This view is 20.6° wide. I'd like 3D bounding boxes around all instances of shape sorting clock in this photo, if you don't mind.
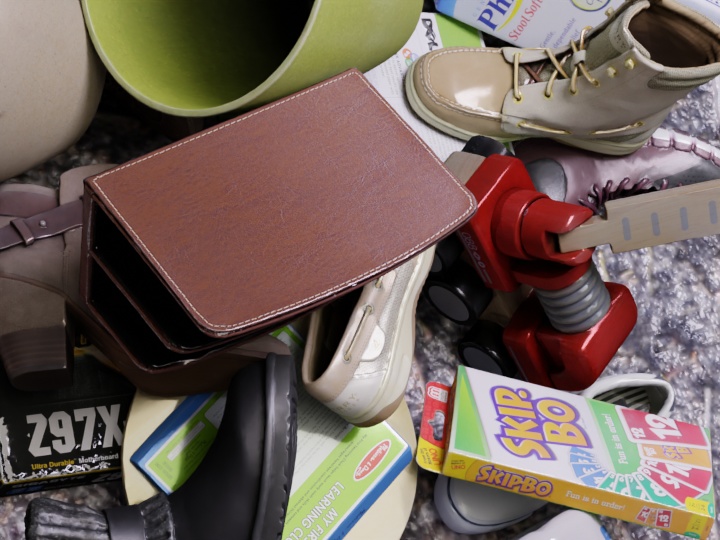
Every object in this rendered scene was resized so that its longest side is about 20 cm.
[{"bbox_3d":[-0.057,0.123,1.278,0.198,0.039,0.202,4,75,-15],"label":"shape sorting clock"}]

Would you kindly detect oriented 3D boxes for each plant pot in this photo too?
[{"bbox_3d":[-0.241,-0.138,1.267,0.133,0.200,0.202,10,66,-33],"label":"plant pot"},{"bbox_3d":[-0.047,-0.186,1.275,0.199,0.186,0.189,1,66,-59],"label":"plant pot"}]

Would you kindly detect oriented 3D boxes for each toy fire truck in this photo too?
[{"bbox_3d":[0.153,-0.003,1.347,0.129,0.199,0.177,-50,131,-24],"label":"toy fire truck"}]

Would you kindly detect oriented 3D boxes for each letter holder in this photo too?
[{"bbox_3d":[-0.046,-0.011,1.175,0.199,0.101,0.142,-26,57,-29],"label":"letter holder"}]

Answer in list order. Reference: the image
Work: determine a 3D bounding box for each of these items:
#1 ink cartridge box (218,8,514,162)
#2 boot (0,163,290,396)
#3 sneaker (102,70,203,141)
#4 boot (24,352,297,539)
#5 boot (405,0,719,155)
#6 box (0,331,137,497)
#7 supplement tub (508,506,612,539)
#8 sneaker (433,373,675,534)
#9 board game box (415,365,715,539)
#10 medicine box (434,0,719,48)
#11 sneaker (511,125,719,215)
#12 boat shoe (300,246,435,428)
[{"bbox_3d":[0.005,-0.106,1.424,0.198,0.076,0.149,-4,72,-34],"label":"ink cartridge box"},{"bbox_3d":[-0.146,0.002,1.248,0.198,0.070,0.148,0,59,-12],"label":"boot"},{"bbox_3d":[-0.190,-0.156,1.371,0.075,0.070,0.201,-37,82,-13],"label":"sneaker"},{"bbox_3d":[-0.123,0.144,1.195,0.156,0.079,0.214,11,92,-1],"label":"boot"},{"bbox_3d":[0.145,-0.142,1.377,0.198,0.155,0.073,7,70,-19],"label":"boot"},{"bbox_3d":[-0.159,0.056,1.304,0.198,0.049,0.161,-5,75,-25],"label":"box"},{"bbox_3d":[0.145,0.270,1.309,0.131,0.132,0.201,-25,82,-29],"label":"supplement tub"},{"bbox_3d":[0.138,0.119,1.396,0.199,0.071,0.073,-29,84,-30],"label":"sneaker"},{"bbox_3d":[0.138,0.119,1.323,0.198,0.030,0.096,12,34,-1],"label":"board game box"},{"bbox_3d":[0.166,-0.248,1.499,0.198,0.103,0.183,22,41,-14],"label":"medicine box"},{"bbox_3d":[0.189,-0.056,1.493,0.198,0.076,0.117,20,69,-4],"label":"sneaker"},{"bbox_3d":[0.000,0.000,1.281,0.065,0.072,0.202,30,54,-33],"label":"boat shoe"}]
